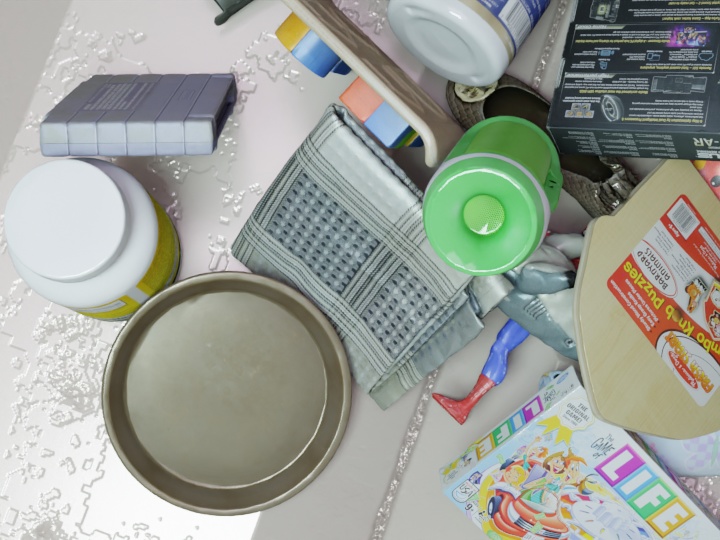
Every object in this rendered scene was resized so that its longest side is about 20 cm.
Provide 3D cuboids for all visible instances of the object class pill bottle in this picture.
[{"bbox_3d":[-0.204,-0.024,0.957,0.112,0.200,0.113,0,83,-1],"label":"pill bottle"},{"bbox_3d":[0.117,-0.261,1.028,0.111,0.111,0.200,33,75,4],"label":"pill bottle"}]

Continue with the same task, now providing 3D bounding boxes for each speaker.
[{"bbox_3d":[0.097,-0.058,0.893,0.088,0.200,0.089,3,106,11],"label":"speaker"}]

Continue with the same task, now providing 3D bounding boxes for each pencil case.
[{"bbox_3d":[0.240,0.120,1.000,0.200,0.083,0.091,0,106,-1],"label":"pencil case"}]

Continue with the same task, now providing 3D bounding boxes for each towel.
[{"bbox_3d":[0.000,0.000,0.976,0.200,0.193,0.035,46,42,5],"label":"towel"}]

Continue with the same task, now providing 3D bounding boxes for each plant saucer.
[{"bbox_3d":[-0.107,0.098,1.007,0.200,0.029,0.200,-1,97,-7],"label":"plant saucer"}]

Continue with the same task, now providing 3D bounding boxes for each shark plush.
[{"bbox_3d":[0.092,0.011,0.963,0.200,0.091,0.083,11,115,3],"label":"shark plush"}]

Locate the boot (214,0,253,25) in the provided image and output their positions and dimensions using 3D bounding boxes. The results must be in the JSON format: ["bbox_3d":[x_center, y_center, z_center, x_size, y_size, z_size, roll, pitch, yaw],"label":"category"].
[{"bbox_3d":[-0.114,-0.324,1.062,0.138,0.077,0.200,-32,83,1],"label":"boot"}]

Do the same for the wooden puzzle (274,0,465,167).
[{"bbox_3d":[0.002,-0.156,0.989,0.046,0.185,0.200,-42,86,14],"label":"wooden puzzle"}]

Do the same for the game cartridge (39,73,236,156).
[{"bbox_3d":[-0.169,-0.122,0.976,0.129,0.200,0.038,-4,109,1],"label":"game cartridge"}]

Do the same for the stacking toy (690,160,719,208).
[{"bbox_3d":[0.285,-0.056,1.015,0.146,0.146,0.200,33,100,4],"label":"stacking toy"}]

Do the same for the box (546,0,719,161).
[{"bbox_3d":[0.254,-0.163,0.943,0.200,0.044,0.160,5,68,26],"label":"box"}]

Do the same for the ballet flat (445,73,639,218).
[{"bbox_3d":[0.151,-0.110,1.029,0.067,0.046,0.200,-44,70,-10],"label":"ballet flat"}]

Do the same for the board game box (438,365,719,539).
[{"bbox_3d":[0.176,0.185,0.961,0.134,0.034,0.200,-41,108,14],"label":"board game box"}]

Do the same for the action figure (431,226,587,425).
[{"bbox_3d":[0.118,0.021,1.022,0.099,0.065,0.200,45,86,6],"label":"action figure"}]

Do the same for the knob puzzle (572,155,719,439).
[{"bbox_3d":[0.228,0.039,0.939,0.219,0.030,0.220,4,81,-27],"label":"knob puzzle"}]
